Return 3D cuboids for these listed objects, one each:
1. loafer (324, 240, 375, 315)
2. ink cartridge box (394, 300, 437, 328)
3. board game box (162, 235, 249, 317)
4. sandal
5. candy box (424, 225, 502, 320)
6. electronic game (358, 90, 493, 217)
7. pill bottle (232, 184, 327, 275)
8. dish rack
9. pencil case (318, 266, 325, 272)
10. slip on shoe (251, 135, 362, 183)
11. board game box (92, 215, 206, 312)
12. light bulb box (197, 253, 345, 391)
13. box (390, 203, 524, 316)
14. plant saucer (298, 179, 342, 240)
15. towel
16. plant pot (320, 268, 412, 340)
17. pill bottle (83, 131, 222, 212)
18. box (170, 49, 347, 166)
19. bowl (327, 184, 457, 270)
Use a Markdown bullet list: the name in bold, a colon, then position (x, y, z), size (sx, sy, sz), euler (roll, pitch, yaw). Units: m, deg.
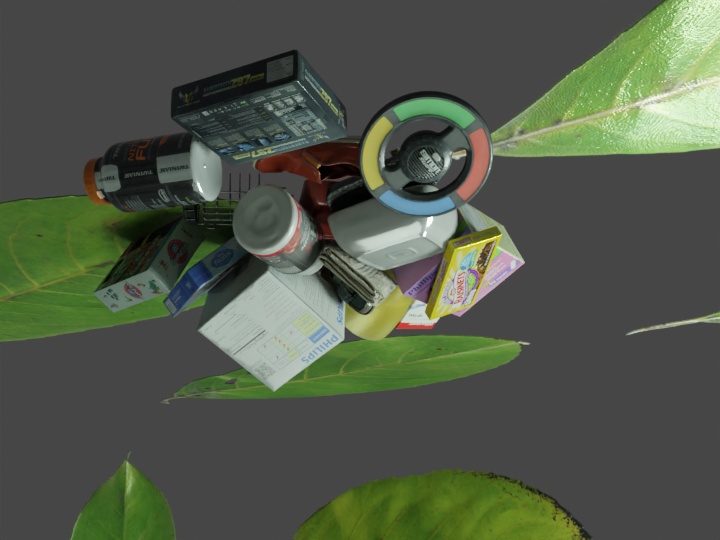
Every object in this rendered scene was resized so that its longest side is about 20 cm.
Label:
- **loafer**: position (-0.040, 0.000, 1.443), size (0.062, 0.202, 0.072), euler (13, 129, -48)
- **ink cartridge box**: position (0.131, 0.061, 1.649), size (0.114, 0.068, 0.202), euler (3, 131, -40)
- **board game box**: position (-0.271, -0.008, 1.461), size (0.198, 0.044, 0.199), euler (-39, -178, -33)
- **sandal**: position (0.035, -0.149, 1.234), size (0.196, 0.049, 0.076), euler (-16, 127, 17)
- **candy box**: position (0.180, 0.008, 1.360), size (0.100, 0.027, 0.202), euler (-15, 145, -21)
- **electronic game**: position (0.094, -0.163, 1.103), size (0.194, 0.042, 0.204), euler (0, 127, 0)
- **pill bottle**: position (-0.123, -0.057, 1.264), size (0.108, 0.114, 0.200), euler (-6, 164, 16)
- **dish rack**: position (-0.213, -0.121, 1.312), size (0.195, 0.056, 0.154), euler (0, 161, -10)
- **pencil case**: position (-0.158, -0.007, 1.547), size (0.197, 0.089, 0.087), euler (-24, 151, 30)
- **slip on shoe**: position (-0.073, -0.167, 1.177), size (0.195, 0.063, 0.074), euler (-1, 162, 6)
- **board game box**: position (-0.403, -0.011, 1.462), size (0.197, 0.149, 0.064), euler (-17, 126, 40)
- **light bulb box**: position (-0.161, 0.081, 1.420), size (0.197, 0.126, 0.200), euler (-37, 116, 23)
- **box**: position (0.179, -0.022, 1.436), size (0.175, 0.098, 0.198), euler (-41, 142, 23)
- **plant saucer**: position (-0.014, -0.096, 1.357), size (0.195, 0.038, 0.200), euler (3, 161, -11)
- **towel**: position (0.000, 0.000, 1.331), size (0.035, 0.132, 0.200), euler (-49, 177, 11)
- **plant pot**: position (0.038, 0.016, 1.533), size (0.197, 0.204, 0.141), euler (17, 137, -41)
- **pill bottle**: position (-0.317, -0.146, 1.157), size (0.195, 0.109, 0.106), euler (-6, 160, 15)
- **box**: position (-0.136, -0.217, 1.051), size (0.196, 0.052, 0.157), euler (-10, 158, 22)
- **bowl**: position (0.063, -0.062, 1.273), size (0.196, 0.076, 0.199), euler (-18, 164, 19)
